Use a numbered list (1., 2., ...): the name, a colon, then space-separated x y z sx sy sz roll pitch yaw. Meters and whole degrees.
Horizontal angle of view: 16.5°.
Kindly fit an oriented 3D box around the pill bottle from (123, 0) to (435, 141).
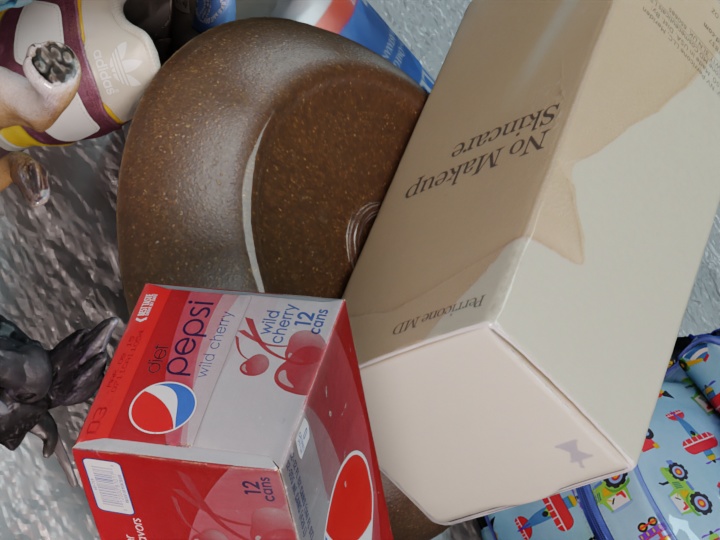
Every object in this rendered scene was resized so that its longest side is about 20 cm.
1. pill bottle: 0.007 -0.021 1.010 0.200 0.112 0.112 47 27 -19

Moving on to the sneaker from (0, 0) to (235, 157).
1. sneaker: -0.080 -0.102 0.954 0.200 0.090 0.075 -62 138 -57

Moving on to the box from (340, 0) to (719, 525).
1. box: 0.064 -0.018 0.863 0.078 0.095 0.201 45 45 -25

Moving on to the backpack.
1. backpack: 0.148 0.117 1.079 0.200 0.134 0.183 -3 62 -58

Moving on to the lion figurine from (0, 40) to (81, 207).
1. lion figurine: -0.164 -0.075 0.752 0.072 0.123 0.200 -28 77 -31

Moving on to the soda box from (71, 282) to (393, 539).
1. soda box: -0.027 0.098 0.746 0.070 0.063 0.201 -70 158 -43

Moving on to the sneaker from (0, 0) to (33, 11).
1. sneaker: -0.088 -0.120 0.849 0.082 0.200 0.074 51 -9 3

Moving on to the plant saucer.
1. plant saucer: 0.000 0.000 0.883 0.200 0.037 0.202 20 62 -42

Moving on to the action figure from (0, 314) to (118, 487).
1. action figure: -0.149 0.012 0.695 0.199 0.119 0.103 12 58 -48
